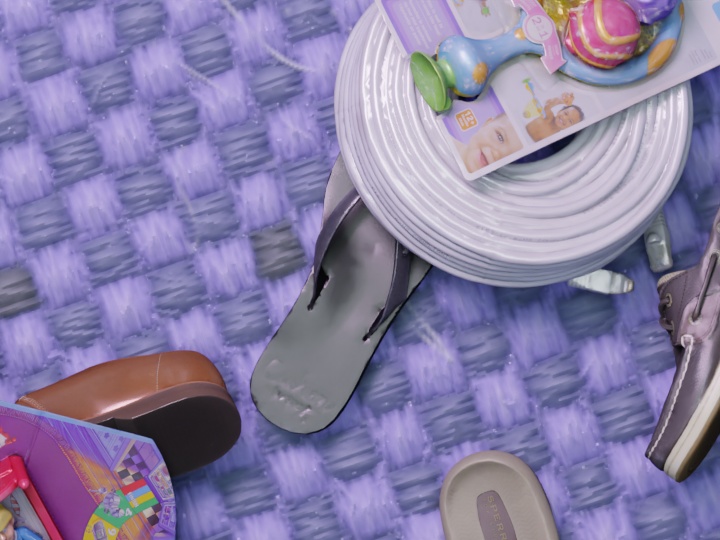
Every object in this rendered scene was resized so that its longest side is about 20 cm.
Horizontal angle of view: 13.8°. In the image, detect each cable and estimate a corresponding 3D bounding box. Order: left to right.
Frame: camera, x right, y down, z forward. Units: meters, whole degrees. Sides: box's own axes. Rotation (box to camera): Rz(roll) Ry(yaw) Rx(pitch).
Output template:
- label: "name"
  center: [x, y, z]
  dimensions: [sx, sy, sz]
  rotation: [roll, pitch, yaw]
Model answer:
- label: "cable"
  center: [0.087, -0.090, 1.662]
  dimensions: [0.200, 0.069, 0.200]
  rotation: [2, 79, -9]

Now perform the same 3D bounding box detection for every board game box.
- label: "board game box"
  center: [-0.197, 0.154, 1.627]
  dimensions: [0.200, 0.039, 0.158]
  rotation: [16, 104, -19]

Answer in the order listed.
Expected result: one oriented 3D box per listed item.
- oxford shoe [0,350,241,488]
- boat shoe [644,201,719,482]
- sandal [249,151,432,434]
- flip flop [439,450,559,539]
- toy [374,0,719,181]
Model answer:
- label: "oxford shoe"
  center: [-0.171, 0.093, 1.679]
  dimensions: [0.200, 0.071, 0.071]
  rotation: [-13, 129, -9]
- label: "boat shoe"
  center: [0.198, 0.019, 1.668]
  dimensions: [0.066, 0.072, 0.201]
  rotation: [24, 82, 11]
- label: "sandal"
  center: [0.000, 0.001, 1.694]
  dimensions: [0.076, 0.043, 0.200]
  rotation: [21, 87, 6]
- label: "flip flop"
  center: [0.098, 0.196, 1.664]
  dimensions: [0.081, 0.058, 0.200]
  rotation: [-19, 84, 3]
- label: "toy"
  center: [0.121, -0.142, 1.620]
  dimensions: [0.200, 0.047, 0.115]
  rotation: [-26, 85, -14]
